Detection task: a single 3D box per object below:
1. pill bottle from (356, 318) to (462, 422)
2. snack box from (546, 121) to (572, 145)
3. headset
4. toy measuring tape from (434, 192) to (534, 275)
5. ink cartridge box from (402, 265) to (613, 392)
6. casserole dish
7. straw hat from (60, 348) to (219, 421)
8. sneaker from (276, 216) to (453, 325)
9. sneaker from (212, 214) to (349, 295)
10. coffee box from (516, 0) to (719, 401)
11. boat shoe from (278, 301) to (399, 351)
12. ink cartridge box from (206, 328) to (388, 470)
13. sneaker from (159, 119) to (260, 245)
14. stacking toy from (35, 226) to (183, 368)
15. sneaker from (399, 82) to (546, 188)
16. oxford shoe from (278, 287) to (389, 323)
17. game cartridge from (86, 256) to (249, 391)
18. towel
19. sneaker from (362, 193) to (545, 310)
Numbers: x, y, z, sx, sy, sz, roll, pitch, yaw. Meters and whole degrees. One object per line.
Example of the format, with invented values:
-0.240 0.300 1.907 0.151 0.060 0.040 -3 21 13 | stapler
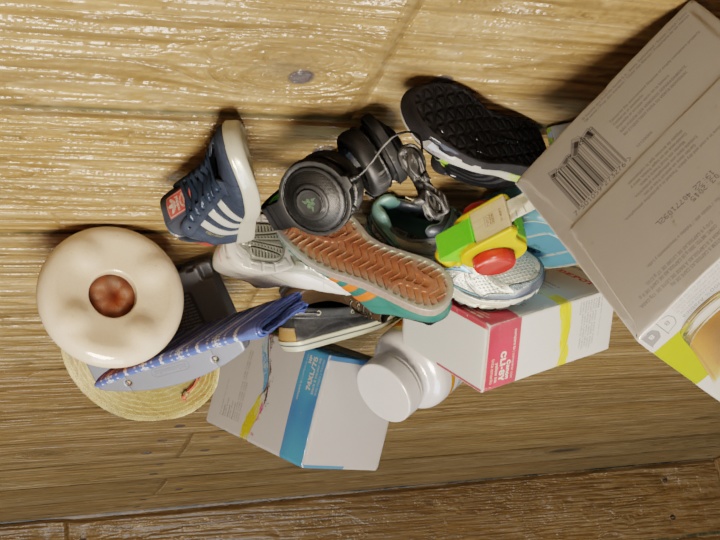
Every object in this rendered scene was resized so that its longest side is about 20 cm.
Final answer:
0.087 0.103 1.277 0.200 0.111 0.111 -36 -178 -41 | pill bottle
0.288 -0.110 0.981 0.199 0.053 0.142 -12 158 11 | snack box
-0.003 -0.070 0.853 0.123 0.094 0.200 -38 -167 -29 | headset
0.151 -0.046 0.946 0.073 0.074 0.199 11 150 -43 | toy measuring tape
0.168 0.051 1.139 0.199 0.084 0.145 -13 -154 -33 | ink cartridge box
0.191 -0.041 1.036 0.121 0.039 0.200 27 169 -14 | casserole dish
-0.260 0.087 1.249 0.200 0.202 0.085 -14 -158 16 | straw hat
0.000 0.000 1.023 0.199 0.072 0.080 30 157 12 | sneaker
-0.070 -0.013 1.101 0.199 0.079 0.099 13 160 -29 | sneaker
0.284 -0.042 0.791 0.200 0.200 0.197 -46 130 16 | coffee box
-0.016 0.048 1.277 0.199 0.063 0.074 -15 -170 -28 | boat shoe
-0.078 0.166 1.350 0.199 0.147 0.146 14 180 43 | ink cartridge box
-0.137 -0.067 0.899 0.084 0.075 0.200 -9 161 -11 | sneaker
-0.280 0.051 1.073 0.145 0.147 0.200 1 161 -25 | stacking toy
0.089 -0.103 0.895 0.083 0.072 0.199 -22 156 37 | sneaker
-0.002 0.022 1.189 0.199 0.085 0.073 -12 162 15 | oxford shoe
-0.234 0.070 1.170 0.199 0.134 0.041 -15 -162 16 | game cartridge
-0.163 0.075 1.062 0.199 0.024 0.145 -19 -174 19 | towel
0.095 -0.023 1.039 0.199 0.078 0.087 16 149 8 | sneaker
